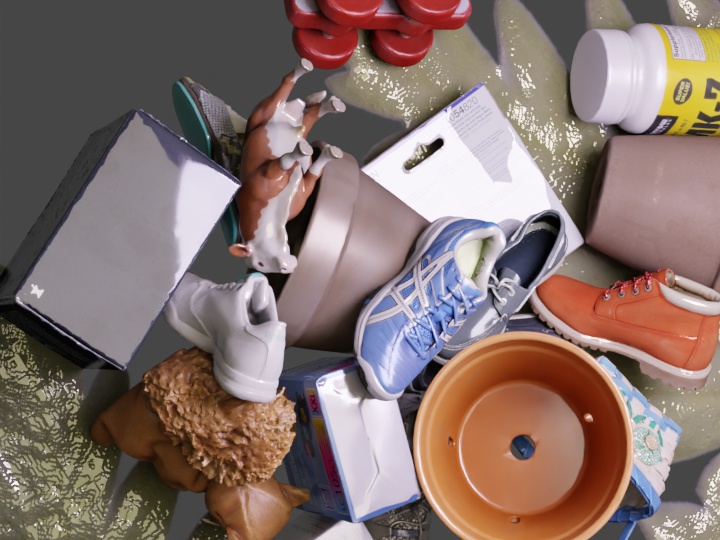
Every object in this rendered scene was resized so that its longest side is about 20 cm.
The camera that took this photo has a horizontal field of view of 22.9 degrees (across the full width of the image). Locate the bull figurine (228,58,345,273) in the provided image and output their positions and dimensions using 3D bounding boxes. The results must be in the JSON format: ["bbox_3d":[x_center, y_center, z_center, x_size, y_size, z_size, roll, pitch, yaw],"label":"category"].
[{"bbox_3d":[-0.069,-0.093,1.586,0.065,0.121,0.201,26,40,-30],"label":"bull figurine"}]

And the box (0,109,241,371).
[{"bbox_3d":[-0.229,-0.023,1.610,0.123,0.196,0.201,34,78,-13],"label":"box"}]

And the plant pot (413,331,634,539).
[{"bbox_3d":[0.151,0.162,1.645,0.198,0.140,0.203,0,84,5],"label":"plant pot"}]

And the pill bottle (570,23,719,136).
[{"bbox_3d":[0.327,-0.197,1.849,0.198,0.114,0.116,1,86,-18],"label":"pill bottle"}]

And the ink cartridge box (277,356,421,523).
[{"bbox_3d":[-0.025,0.156,1.665,0.076,0.200,0.138,-15,92,-19],"label":"ink cartridge box"}]

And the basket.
[{"bbox_3d":[0.215,0.196,1.775,0.176,0.139,0.201,41,67,-11],"label":"basket"}]

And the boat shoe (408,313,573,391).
[{"bbox_3d":[0.131,0.086,1.770,0.198,0.062,0.075,-8,120,-32],"label":"boat shoe"}]

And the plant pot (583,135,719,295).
[{"bbox_3d":[0.324,-0.061,1.815,0.173,0.200,0.202,13,83,0],"label":"plant pot"}]

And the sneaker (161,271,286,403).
[{"bbox_3d":[-0.113,0.035,1.581,0.075,0.200,0.089,10,110,-35],"label":"sneaker"}]

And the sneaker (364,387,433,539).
[{"bbox_3d":[0.040,0.215,1.745,0.074,0.082,0.202,0,87,-18],"label":"sneaker"}]

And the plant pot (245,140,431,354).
[{"bbox_3d":[0.000,0.000,1.678,0.172,0.200,0.202,21,81,-14],"label":"plant pot"}]

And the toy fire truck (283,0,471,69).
[{"bbox_3d":[0.009,-0.300,1.761,0.198,0.112,0.170,-4,70,-19],"label":"toy fire truck"}]

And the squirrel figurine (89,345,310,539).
[{"bbox_3d":[-0.132,0.167,1.629,0.141,0.200,0.187,-33,85,-24],"label":"squirrel figurine"}]

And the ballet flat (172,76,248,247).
[{"bbox_3d":[-0.121,-0.104,1.690,0.071,0.072,0.202,-13,59,-18],"label":"ballet flat"}]

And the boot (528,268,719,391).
[{"bbox_3d":[0.267,0.032,1.774,0.198,0.075,0.108,22,122,14],"label":"boot"}]

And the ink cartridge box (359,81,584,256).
[{"bbox_3d":[0.099,-0.055,1.802,0.199,0.041,0.201,-35,99,-15],"label":"ink cartridge box"}]

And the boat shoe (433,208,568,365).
[{"bbox_3d":[0.133,0.012,1.735,0.073,0.062,0.200,39,62,17],"label":"boat shoe"}]

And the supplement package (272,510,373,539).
[{"bbox_3d":[-0.073,0.323,1.685,0.199,0.114,0.110,-34,99,-17],"label":"supplement package"}]

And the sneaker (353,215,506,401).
[{"bbox_3d":[0.061,0.027,1.574,0.076,0.077,0.201,42,63,-26],"label":"sneaker"}]
